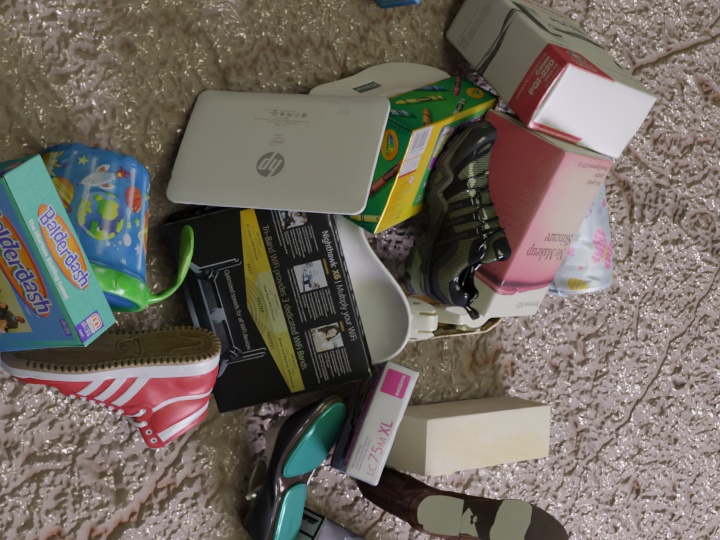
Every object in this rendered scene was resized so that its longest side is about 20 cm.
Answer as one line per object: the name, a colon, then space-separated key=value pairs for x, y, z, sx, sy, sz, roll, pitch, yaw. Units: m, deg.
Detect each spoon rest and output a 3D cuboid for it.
spoon rest: x=0.000 y=0.000 z=1.303 sx=0.061 sy=0.099 sz=0.201 roll=-9 pitch=92 yaw=-70

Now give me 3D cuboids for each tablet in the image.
tablet: x=-0.078 y=-0.115 z=1.165 sx=0.014 sy=0.200 sz=0.130 roll=63 pitch=36 yaw=-57

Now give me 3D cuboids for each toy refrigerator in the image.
toy refrigerator: x=0.123 y=0.190 z=1.414 sx=0.200 sy=0.076 sz=0.070 roll=0 pitch=94 yaw=-40

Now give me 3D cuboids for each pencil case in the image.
pencil case: x=0.254 y=-0.071 z=1.477 sx=0.091 sy=0.083 sz=0.200 roll=-21 pitch=108 yaw=-38

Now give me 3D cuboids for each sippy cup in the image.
sippy cup: x=-0.248 y=-0.041 z=1.106 sx=0.178 sy=0.139 sz=0.131 roll=26 pitch=69 yaw=-54

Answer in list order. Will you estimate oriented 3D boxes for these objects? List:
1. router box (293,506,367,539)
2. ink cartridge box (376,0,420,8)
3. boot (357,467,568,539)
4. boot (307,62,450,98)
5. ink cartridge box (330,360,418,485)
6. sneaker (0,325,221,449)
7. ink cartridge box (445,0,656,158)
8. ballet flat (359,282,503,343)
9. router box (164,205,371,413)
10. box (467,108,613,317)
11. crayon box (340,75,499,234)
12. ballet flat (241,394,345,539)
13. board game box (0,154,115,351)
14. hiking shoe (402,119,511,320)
router box: x=-0.025 y=0.368 z=1.347 sx=0.200 sy=0.052 sz=0.157 roll=38 pitch=74 yaw=-37
ink cartridge box: x=0.013 y=-0.385 z=1.276 sx=0.200 sy=0.068 sz=0.115 roll=44 pitch=71 yaw=-30
boot: x=0.105 y=0.262 z=1.333 sx=0.186 sy=0.200 sz=0.064 roll=21 pitch=80 yaw=-16
boot: x=0.014 y=-0.161 z=1.317 sx=0.200 sy=0.073 sz=0.091 roll=-20 pitch=133 yaw=-39
ink cartridge box: x=0.010 y=0.158 z=1.290 sx=0.042 sy=0.200 sz=0.120 roll=22 pitch=81 yaw=-1
sneaker: x=-0.235 y=0.112 z=1.162 sx=0.199 sy=0.071 sz=0.113 roll=1 pitch=128 yaw=-12
ink cartridge box: x=0.205 y=-0.223 z=1.346 sx=0.145 sy=0.200 sz=0.085 roll=13 pitch=119 yaw=-36
ballet flat: x=0.081 y=0.047 z=1.381 sx=0.200 sy=0.065 sz=0.071 roll=-10 pitch=105 yaw=-33
router box: x=-0.088 y=0.024 z=1.208 sx=0.157 sy=0.052 sz=0.200 roll=-13 pitch=104 yaw=4
box: x=0.167 y=-0.060 z=1.343 sx=0.128 sy=0.109 sz=0.200 roll=-1 pitch=119 yaw=-55
crayon box: x=0.060 y=-0.123 z=1.271 sx=0.200 sy=0.058 sz=0.119 roll=-29 pitch=145 yaw=-54
ballet flat: x=-0.077 y=0.199 z=1.260 sx=0.073 sy=0.073 sz=0.200 roll=2 pitch=119 yaw=-35
board game box: x=-0.312 y=-0.007 z=1.014 sx=0.045 sy=0.200 sz=0.152 roll=-44 pitch=122 yaw=-48
hiking shoe: x=0.119 y=-0.053 z=1.264 sx=0.076 sy=0.101 sz=0.200 roll=-23 pitch=134 yaw=-58
